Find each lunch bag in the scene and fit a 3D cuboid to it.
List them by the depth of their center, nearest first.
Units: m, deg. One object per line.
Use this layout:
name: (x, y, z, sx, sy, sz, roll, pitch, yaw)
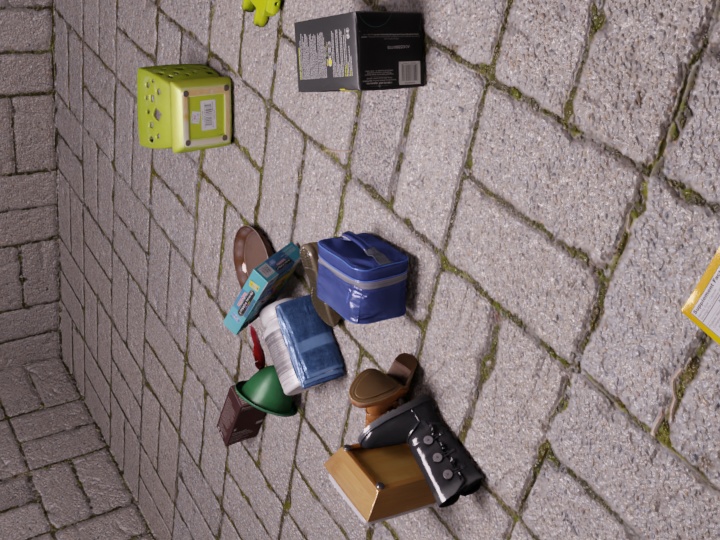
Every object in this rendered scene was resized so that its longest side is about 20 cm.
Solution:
lunch bag: (0.000, 0.000, 1.618, 0.199, 0.134, 0.134, 33, 126, 49)

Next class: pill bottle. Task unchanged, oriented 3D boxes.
pill bottle: (-0.156, 0.174, 1.932, 0.113, 0.112, 0.202, -44, 64, 52)

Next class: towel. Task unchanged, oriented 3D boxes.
towel: (-0.112, 0.153, 1.859, 0.202, 0.110, 0.049, 69, 158, 14)

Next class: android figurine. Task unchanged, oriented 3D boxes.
android figurine: (-0.215, -0.642, 1.828, 0.183, 0.041, 0.201, 56, 143, 30)

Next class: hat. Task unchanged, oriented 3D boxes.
hat: (-0.198, 0.236, 2.021, 0.164, 0.200, 0.178, 25, 97, 10)

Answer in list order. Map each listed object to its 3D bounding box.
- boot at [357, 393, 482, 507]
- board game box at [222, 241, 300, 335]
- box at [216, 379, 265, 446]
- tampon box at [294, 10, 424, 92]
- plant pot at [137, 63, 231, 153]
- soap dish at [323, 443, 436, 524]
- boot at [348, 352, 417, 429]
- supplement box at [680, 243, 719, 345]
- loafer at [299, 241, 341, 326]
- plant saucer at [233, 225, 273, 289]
boot: (0.108, 0.351, 1.555, 0.201, 0.163, 0.066, 57, 174, 27)
board game box: (-0.222, 0.042, 1.932, 0.047, 0.151, 0.201, 41, 131, 7)
box: (-0.312, 0.378, 2.247, 0.075, 0.099, 0.201, 55, 142, 30)
tampon box: (-0.004, -0.384, 1.488, 0.199, 0.148, 0.128, 15, 112, 54)
plant pot: (-0.427, -0.400, 2.095, 0.180, 0.197, 0.203, 24, 119, 43)
soap dish: (0.052, 0.393, 1.613, 0.157, 0.198, 0.082, 42, 124, 42)
boot: (0.030, 0.256, 1.603, 0.073, 0.199, 0.156, 38, 124, 25)
supplement box: (0.481, 0.056, 0.929, 0.200, 0.108, 0.110, 50, 137, 35)
loafer: (-0.071, 0.027, 1.803, 0.076, 0.067, 0.203, 28, 138, 53)
plant saucer: (-0.261, -0.015, 2.103, 0.199, 0.034, 0.204, 22, 117, 52)
